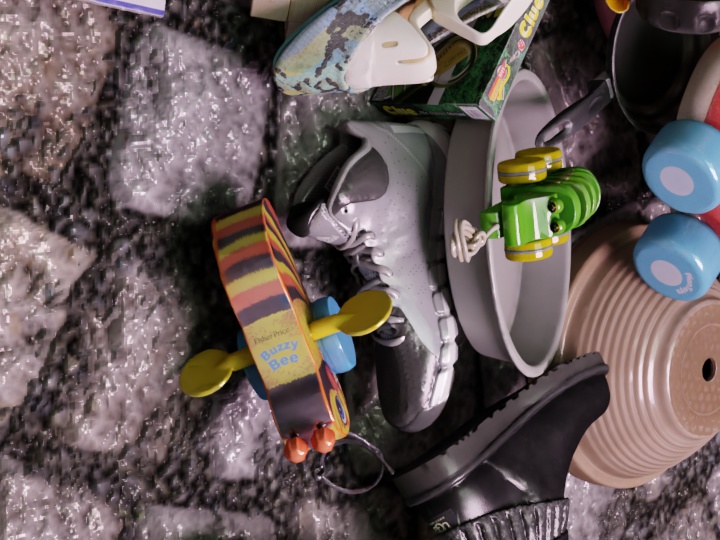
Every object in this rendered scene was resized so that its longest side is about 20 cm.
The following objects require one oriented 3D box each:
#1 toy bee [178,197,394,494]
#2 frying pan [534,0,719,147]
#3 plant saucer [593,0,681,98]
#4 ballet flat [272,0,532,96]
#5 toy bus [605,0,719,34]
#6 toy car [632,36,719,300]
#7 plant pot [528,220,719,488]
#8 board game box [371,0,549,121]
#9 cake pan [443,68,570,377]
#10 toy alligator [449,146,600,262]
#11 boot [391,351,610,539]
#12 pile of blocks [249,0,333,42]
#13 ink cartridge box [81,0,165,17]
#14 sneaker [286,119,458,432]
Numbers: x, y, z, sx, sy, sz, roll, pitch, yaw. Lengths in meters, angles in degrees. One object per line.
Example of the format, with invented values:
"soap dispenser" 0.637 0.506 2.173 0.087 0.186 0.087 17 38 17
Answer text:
"toy bee" -0.030 0.059 1.000 0.131 0.109 0.200 -42 104 14
"frying pan" 0.190 -0.125 1.171 0.191 0.031 0.115 -53 128 -16
"plant saucer" 0.238 -0.226 1.252 0.199 0.051 0.203 -6 100 -40
"ballet flat" 0.042 -0.152 1.002 0.199 0.074 0.075 -35 120 -7
"toy bus" 0.267 -0.244 1.111 0.192 0.198 0.137 -60 154 -61
"toy car" 0.319 -0.064 1.162 0.185 0.198 0.178 -52 154 -32
"plant pot" 0.224 0.067 1.252 0.199 0.092 0.204 -6 99 -40
"board game box" 0.085 -0.189 1.085 0.023 0.104 0.202 37 71 -39
"cake pan" 0.098 -0.031 1.111 0.200 0.036 0.203 -2 90 -69
"toy alligator" 0.109 -0.036 1.013 0.200 0.054 0.060 -33 119 -65
"boot" 0.125 0.162 1.122 0.210 0.079 0.159 -30 87 -38
"pile of blocks" 0.005 -0.201 1.053 0.199 0.082 0.062 -28 157 -25
"ink cartridge box" -0.180 -0.250 0.884 0.196 0.047 0.203 6 94 -43
"sneaker" 0.000 0.000 1.066 0.115 0.075 0.203 6 82 -37
